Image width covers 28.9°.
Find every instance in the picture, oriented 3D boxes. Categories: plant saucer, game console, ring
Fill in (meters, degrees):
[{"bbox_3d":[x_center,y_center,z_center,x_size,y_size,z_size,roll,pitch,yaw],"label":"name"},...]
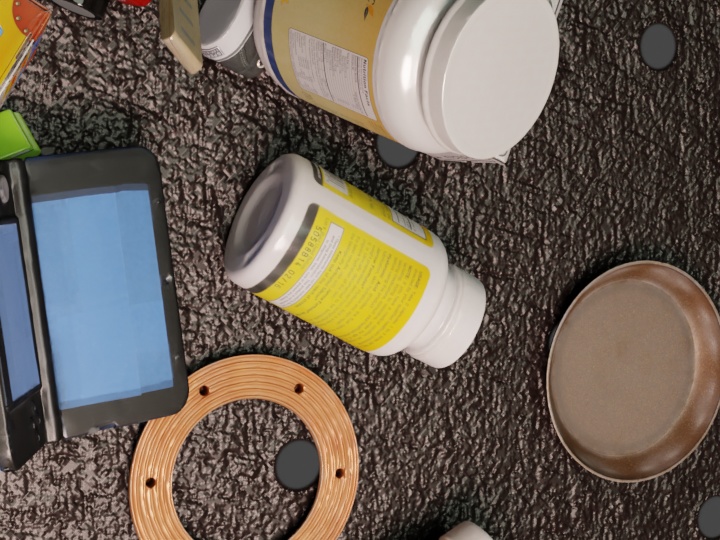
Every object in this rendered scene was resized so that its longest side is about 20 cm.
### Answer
[{"bbox_3d":[0.248,0.090,1.277,0.197,0.032,0.203,-3,98,-24],"label":"plant saucer"},{"bbox_3d":[-0.192,0.018,0.956,0.116,0.171,0.203,-8,94,-1],"label":"game console"},{"bbox_3d":[-0.094,0.168,1.138,0.198,0.019,0.204,-3,96,-25],"label":"ring"}]

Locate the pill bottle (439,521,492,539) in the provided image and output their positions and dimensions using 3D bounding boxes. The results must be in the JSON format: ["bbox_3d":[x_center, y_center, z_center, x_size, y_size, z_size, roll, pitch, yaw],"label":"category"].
[{"bbox_3d":[0.035,0.303,1.151,0.199,0.113,0.114,-31,107,-18],"label":"pill bottle"}]

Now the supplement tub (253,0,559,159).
[{"bbox_3d":[0.032,-0.171,1.020,0.143,0.199,0.146,-24,127,-36],"label":"supplement tub"}]

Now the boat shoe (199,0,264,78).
[{"bbox_3d":[-0.061,-0.244,1.087,0.056,0.068,0.202,34,83,-41],"label":"boat shoe"}]

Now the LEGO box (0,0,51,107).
[{"bbox_3d":[-0.331,-0.156,0.924,0.199,0.077,0.150,32,67,-13],"label":"LEGO box"}]

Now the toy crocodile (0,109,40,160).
[{"bbox_3d":[-0.322,-0.057,0.988,0.199,0.062,0.068,-31,75,-23],"label":"toy crocodile"}]

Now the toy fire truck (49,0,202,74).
[{"bbox_3d":[-0.180,-0.220,0.937,0.175,0.198,0.130,24,84,-49],"label":"toy fire truck"}]

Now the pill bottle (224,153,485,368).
[{"bbox_3d":[0.000,0.000,1.110,0.198,0.111,0.112,28,84,-23],"label":"pill bottle"}]

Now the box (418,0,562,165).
[{"bbox_3d":[0.100,-0.191,1.132,0.060,0.116,0.203,21,88,-25],"label":"box"}]

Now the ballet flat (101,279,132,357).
[{"bbox_3d":[-0.214,0.019,1.034,0.199,0.072,0.073,26,85,-23],"label":"ballet flat"}]
